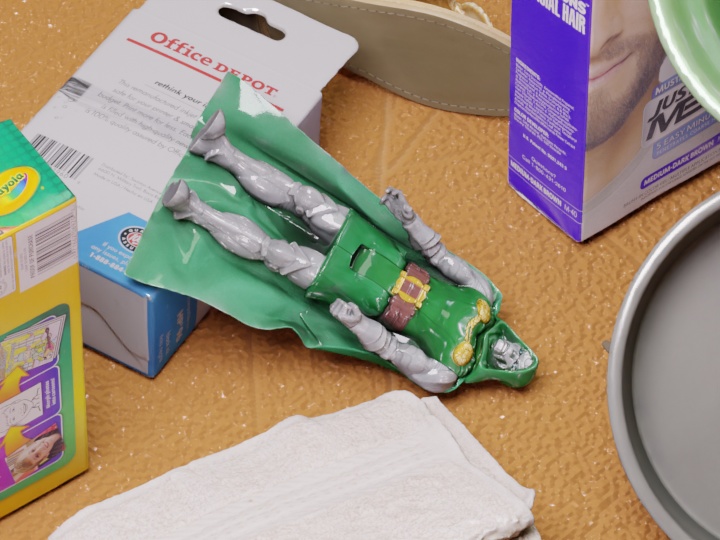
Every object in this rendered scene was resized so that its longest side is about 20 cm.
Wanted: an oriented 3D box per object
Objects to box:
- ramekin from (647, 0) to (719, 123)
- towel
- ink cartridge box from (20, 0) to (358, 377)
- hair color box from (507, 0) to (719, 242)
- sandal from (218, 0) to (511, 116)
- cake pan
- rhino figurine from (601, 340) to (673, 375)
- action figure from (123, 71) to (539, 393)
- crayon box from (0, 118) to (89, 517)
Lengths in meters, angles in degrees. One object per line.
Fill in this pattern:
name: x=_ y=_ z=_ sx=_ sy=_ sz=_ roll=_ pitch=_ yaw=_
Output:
ramekin: x=0.235 y=-0.141 z=1.324 sx=0.199 sy=0.098 sz=0.201 roll=0 pitch=89 yaw=22
towel: x=-0.029 y=0.119 z=1.324 sx=0.200 sy=0.035 sz=0.133 roll=-22 pitch=32 yaw=-17
ink cartridge box: x=-0.097 y=-0.054 z=1.475 sx=0.116 sy=0.068 sz=0.200 roll=26 pitch=54 yaw=17
hair color box: x=0.133 y=-0.122 z=1.454 sx=0.109 sy=0.200 sz=0.065 roll=-30 pitch=50 yaw=-25
sandal: x=0.006 y=-0.141 z=1.549 sx=0.211 sy=0.078 sz=0.070 roll=10 pitch=55 yaw=13
cake pan: x=0.212 y=0.051 z=1.350 sx=0.200 sy=0.037 sz=0.201 roll=0 pitch=90 yaw=2
rhino figurine: x=0.214 y=0.031 z=1.419 sx=0.199 sy=0.060 sz=0.088 roll=-5 pitch=32 yaw=-5
action figure: x=0.000 y=0.000 z=1.405 sx=0.200 sy=0.055 sz=0.118 roll=31 pitch=70 yaw=-13
crayon box: x=-0.186 y=0.039 z=1.305 sx=0.119 sy=0.200 sz=0.058 roll=-28 pitch=57 yaw=-24
